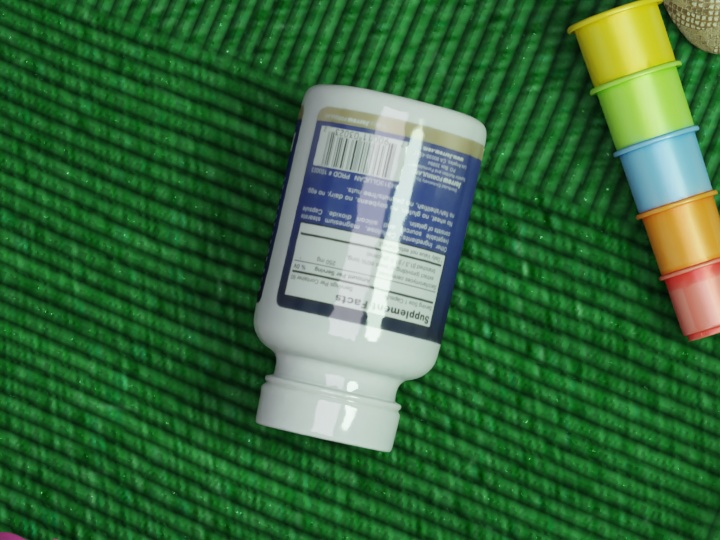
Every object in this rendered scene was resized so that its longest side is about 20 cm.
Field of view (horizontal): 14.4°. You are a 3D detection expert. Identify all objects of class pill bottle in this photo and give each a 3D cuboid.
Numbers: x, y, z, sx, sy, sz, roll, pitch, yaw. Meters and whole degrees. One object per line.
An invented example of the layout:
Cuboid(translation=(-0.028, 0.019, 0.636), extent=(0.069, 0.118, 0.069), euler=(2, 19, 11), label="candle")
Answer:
Cuboid(translation=(0.000, 0.000, 1.654), extent=(0.111, 0.111, 0.200), euler=(13, 88, 4), label="pill bottle")

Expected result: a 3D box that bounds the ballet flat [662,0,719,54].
Cuboid(translation=(0.198, -0.228, 1.678), extent=(0.070, 0.065, 0.200), euler=(-11, 87, 3), label="ballet flat")

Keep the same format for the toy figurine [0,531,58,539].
Cuboid(translation=(-0.217, 0.247, 1.664), extent=(0.200, 0.150, 0.184), euler=(-9, 72, 27), label="toy figurine")

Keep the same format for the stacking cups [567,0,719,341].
Cuboid(translation=(0.184, -0.060, 1.675), extent=(0.060, 0.061, 0.200), euler=(-21, 88, 2), label="stacking cups")
